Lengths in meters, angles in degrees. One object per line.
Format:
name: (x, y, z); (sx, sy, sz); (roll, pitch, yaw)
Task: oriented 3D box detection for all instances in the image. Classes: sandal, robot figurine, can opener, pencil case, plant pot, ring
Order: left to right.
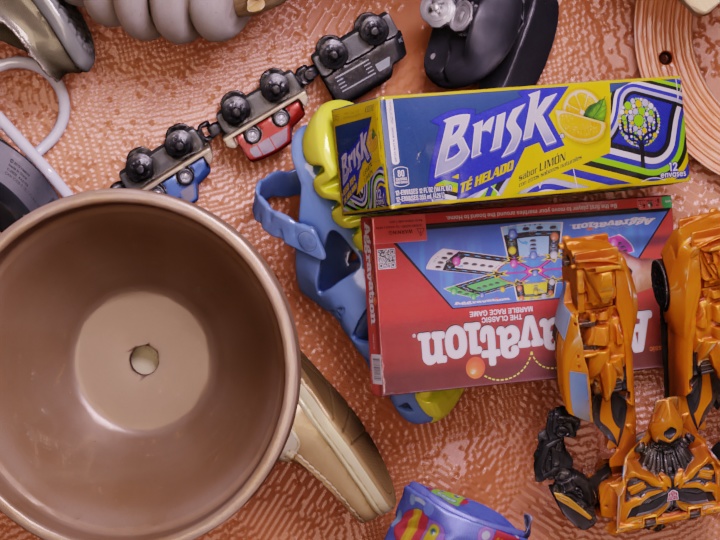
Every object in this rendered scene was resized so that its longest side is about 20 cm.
plant pot: (-0.129, 0.054, 1.371); (0.199, 0.093, 0.203); (0, 93, 4)
sandal: (0.000, 0.000, 1.454); (0.087, 0.079, 0.201); (-19, 99, 36)
pencil case: (0.032, 0.224, 1.449); (0.078, 0.087, 0.201); (23, 92, 32)
can opener: (0.085, -0.200, 1.453); (0.063, 0.078, 0.202); (12, 89, 40)
robot figurine: (0.170, 0.069, 1.418); (0.144, 0.058, 0.202); (-11, 116, -9)
ring: (0.263, -0.145, 1.464); (0.199, 0.019, 0.202); (0, 91, 2)

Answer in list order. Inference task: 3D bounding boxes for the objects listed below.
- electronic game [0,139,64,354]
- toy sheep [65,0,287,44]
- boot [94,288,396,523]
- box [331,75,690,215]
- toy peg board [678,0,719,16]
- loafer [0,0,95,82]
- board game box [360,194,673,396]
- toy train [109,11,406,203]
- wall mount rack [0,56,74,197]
electronic game: (-0.258, 0.010, 1.400); (0.198, 0.042, 0.202); (-4, 107, -15)
toy sheep: (-0.119, -0.199, 1.417); (0.199, 0.138, 0.139); (17, 92, 15)
boot: (-0.091, 0.107, 1.453); (0.155, 0.073, 0.200); (-42, 97, 6)
box: (0.087, -0.072, 1.404); (0.198, 0.070, 0.065); (-7, 90, -26)
toy peg board: (0.190, -0.282, 1.337); (0.199, 0.098, 0.200); (-45, 87, 3)
loafer: (-0.240, -0.176, 1.450); (0.200, 0.075, 0.070); (43, 94, 10)
board game box: (0.097, 0.013, 1.431); (0.198, 0.019, 0.104); (-5, 93, -24)
toy train: (-0.060, -0.090, 1.466); (0.199, 0.034, 0.046); (-30, 103, 1)
wall mount rack: (-0.234, -0.024, 1.452); (0.200, 0.075, 0.174); (-41, 109, 3)
